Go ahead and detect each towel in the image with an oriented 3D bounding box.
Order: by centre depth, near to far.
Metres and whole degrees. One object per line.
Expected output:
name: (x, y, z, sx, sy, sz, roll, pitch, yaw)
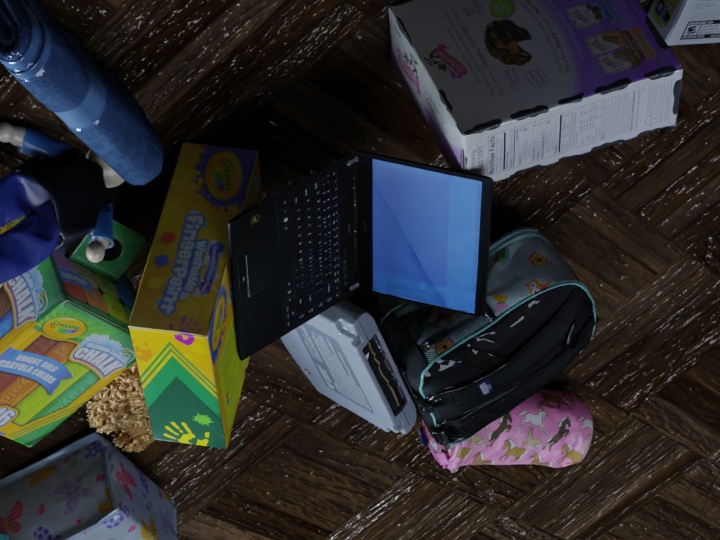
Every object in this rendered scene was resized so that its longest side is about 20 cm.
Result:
towel: (-0.224, -0.148, 1.567, 0.048, 0.112, 0.200, -40, 143, 2)

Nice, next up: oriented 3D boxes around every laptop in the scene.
laptop: (0.000, 0.000, 1.699, 0.199, 0.103, 0.178, -31, 145, -24)

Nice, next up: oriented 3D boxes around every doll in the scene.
doll: (-0.259, -0.058, 1.652, 0.199, 0.137, 0.048, -34, 180, -42)

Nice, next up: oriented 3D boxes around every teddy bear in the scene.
teddy bear: (-0.196, 0.106, 1.937, 0.144, 0.067, 0.201, -10, 142, -25)

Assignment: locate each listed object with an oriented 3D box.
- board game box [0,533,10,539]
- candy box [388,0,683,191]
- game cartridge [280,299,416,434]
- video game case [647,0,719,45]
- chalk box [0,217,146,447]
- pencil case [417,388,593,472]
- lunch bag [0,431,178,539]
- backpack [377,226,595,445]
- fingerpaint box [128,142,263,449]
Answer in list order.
board game box: (-0.410, 0.285, 1.942, 0.198, 0.047, 0.152, 10, 147, 17)
candy box: (0.143, -0.173, 1.717, 0.198, 0.169, 0.072, -18, 142, -11)
game cartridge: (-0.024, 0.073, 1.950, 0.041, 0.133, 0.201, -53, 147, -20)
video game case: (0.376, -0.287, 1.826, 0.198, 0.046, 0.182, -6, 141, -26)
chalk box: (-0.268, 0.034, 1.753, 0.200, 0.125, 0.125, -39, 142, 17)
pencil case: (0.162, 0.172, 2.228, 0.198, 0.083, 0.087, 2, 135, -35)
lunch bag: (-0.295, 0.279, 2.042, 0.198, 0.128, 0.170, -24, 142, 10)
backpack: (0.124, 0.051, 1.992, 0.199, 0.154, 0.176, -28, 144, -1)
fingerpaint box: (-0.135, 0.021, 1.755, 0.073, 0.201, 0.168, 7, 144, 8)
